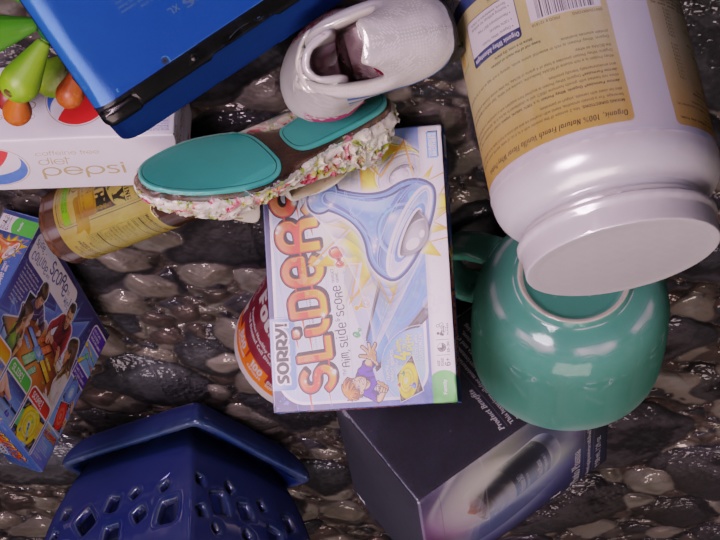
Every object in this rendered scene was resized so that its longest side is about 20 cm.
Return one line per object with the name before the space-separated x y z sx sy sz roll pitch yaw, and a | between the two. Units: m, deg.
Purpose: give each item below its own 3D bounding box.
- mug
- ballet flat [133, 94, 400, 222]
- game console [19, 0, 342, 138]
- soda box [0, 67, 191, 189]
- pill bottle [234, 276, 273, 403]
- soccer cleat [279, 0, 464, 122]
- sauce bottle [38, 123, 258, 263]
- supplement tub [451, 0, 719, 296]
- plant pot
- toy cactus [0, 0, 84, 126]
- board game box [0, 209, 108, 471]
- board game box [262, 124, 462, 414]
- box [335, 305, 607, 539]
mug | 0.146 0.032 1.612 0.185 0.152 0.114 0 149 2
ballet flat | -0.060 -0.068 1.437 0.200 0.076 0.064 -20 137 -20
game console | -0.097 -0.181 1.268 0.200 0.118 0.171 -34 117 -2
soda box | -0.222 -0.100 1.464 0.199 0.064 0.068 -1 151 4
pill bottle | -0.019 0.023 1.636 0.114 0.114 0.200 10 150 -17
soccer cleat | -0.017 -0.138 1.341 0.086 0.070 0.200 -14 179 -32
sauce bottle | -0.148 -0.060 1.534 0.200 0.065 0.065 -20 146 32
supplement tub | 0.142 -0.098 1.299 0.144 0.200 0.144 -9 160 -3
plant pot | -0.167 0.242 1.957 0.200 0.180 0.200 -19 146 32
toy cactus | -0.172 -0.171 1.330 0.165 0.102 0.200 -14 152 -13
board game box | -0.269 0.059 1.670 0.034 0.136 0.200 16 155 18
board game box | 0.000 0.000 1.508 0.135 0.201 0.034 -5 175 8
box | 0.098 0.136 1.744 0.198 0.123 0.200 -34 154 -12
